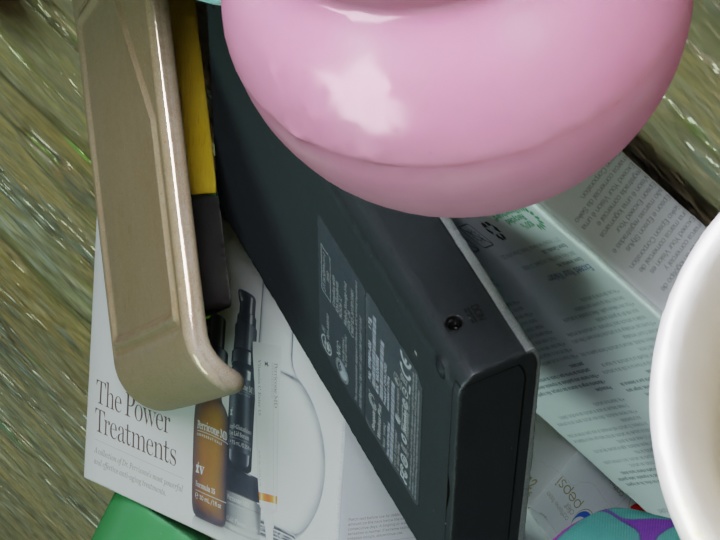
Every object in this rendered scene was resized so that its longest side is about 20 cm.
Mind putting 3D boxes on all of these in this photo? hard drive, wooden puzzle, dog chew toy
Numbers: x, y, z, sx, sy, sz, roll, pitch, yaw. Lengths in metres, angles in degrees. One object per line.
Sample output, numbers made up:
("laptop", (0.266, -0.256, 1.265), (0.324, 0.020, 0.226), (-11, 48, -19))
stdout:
("hard drive", (0.000, 0.000, 1.003), (0.200, 0.033, 0.140), (58, 161, 32))
("wooden puzzle", (-0.083, -0.046, 1.114), (0.185, 0.037, 0.201), (158, 100, -76))
("dog chew toy", (0.016, -0.106, 0.699), (0.124, 0.125, 0.200), (32, 154, 34))

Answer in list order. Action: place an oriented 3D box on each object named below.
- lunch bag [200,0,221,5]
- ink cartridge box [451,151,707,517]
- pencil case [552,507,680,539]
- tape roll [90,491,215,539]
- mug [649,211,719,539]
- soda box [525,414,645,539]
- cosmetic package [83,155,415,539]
("lunch bag", (-0.102, -0.168, 0.891), (0.200, 0.077, 0.160), (28, 161, 43))
("ink cartridge box", (0.098, 0.027, 0.999), (0.200, 0.043, 0.196), (41, 166, -8))
("pencil case", (0.151, 0.145, 0.960), (0.200, 0.093, 0.085), (12, 149, 42))
("tape roll", (-0.029, 0.159, 1.280), (0.200, 0.048, 0.200), (26, -179, 0))
("mug", (0.154, 0.069, 0.741), (0.149, 0.187, 0.153), (3, 164, 10))
("soda box", (0.042, 0.063, 1.186), (0.200, 0.068, 0.064), (24, 155, 50))
("cosmetic package", (-0.045, 0.036, 1.184), (0.052, 0.151, 0.200), (-1, -170, -36))
